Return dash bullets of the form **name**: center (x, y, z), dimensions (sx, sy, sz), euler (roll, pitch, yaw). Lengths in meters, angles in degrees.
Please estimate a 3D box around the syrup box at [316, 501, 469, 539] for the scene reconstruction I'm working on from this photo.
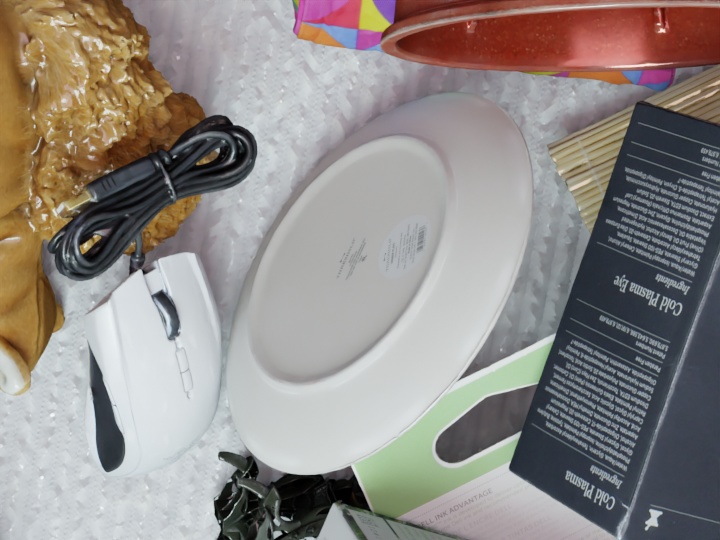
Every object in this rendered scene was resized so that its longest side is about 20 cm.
- **syrup box**: center (0.071, 0.179, 1.098), dimensions (0.200, 0.079, 0.082), euler (19, 101, -21)

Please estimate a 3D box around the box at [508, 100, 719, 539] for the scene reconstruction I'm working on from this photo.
- **box**: center (0.197, 0.042, 1.088), dimensions (0.200, 0.104, 0.182), euler (17, 94, -27)

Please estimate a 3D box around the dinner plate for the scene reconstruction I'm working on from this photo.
- **dinner plate**: center (0.000, 0.000, 1.119), dimensions (0.024, 0.200, 0.200), euler (33, 98, -35)

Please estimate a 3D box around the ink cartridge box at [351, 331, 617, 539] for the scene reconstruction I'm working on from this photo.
- **ink cartridge box**: center (0.084, 0.126, 1.152), dimensions (0.145, 0.048, 0.200), euler (-26, 111, -6)

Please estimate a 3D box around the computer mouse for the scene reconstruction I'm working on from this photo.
- **computer mouse**: center (-0.094, 0.028, 1.146), dimensions (0.110, 0.044, 0.200), euler (-33, 140, -32)

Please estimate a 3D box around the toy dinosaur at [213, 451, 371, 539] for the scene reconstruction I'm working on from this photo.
- **toy dinosaur**: center (0.000, 0.128, 1.201), dimensions (0.135, 0.102, 0.200), euler (-6, 80, -14)

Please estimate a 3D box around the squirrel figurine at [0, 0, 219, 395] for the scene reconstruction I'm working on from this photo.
- **squirrel figurine**: center (-0.168, -0.038, 1.142), dimensions (0.200, 0.142, 0.187), euler (-13, 105, 5)

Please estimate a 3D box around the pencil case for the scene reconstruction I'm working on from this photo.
- **pencil case**: center (0.066, -0.138, 1.153), dimensions (0.200, 0.088, 0.089), euler (8, 98, -3)

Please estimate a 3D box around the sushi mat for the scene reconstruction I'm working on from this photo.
- **sushi mat**: center (0.198, -0.064, 1.167), dimensions (0.200, 0.012, 0.096), euler (-25, 64, -1)

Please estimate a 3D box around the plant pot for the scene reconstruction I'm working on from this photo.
- **plant pot**: center (0.106, -0.193, 1.016), dimensions (0.200, 0.201, 0.196), euler (-1, 88, 0)
